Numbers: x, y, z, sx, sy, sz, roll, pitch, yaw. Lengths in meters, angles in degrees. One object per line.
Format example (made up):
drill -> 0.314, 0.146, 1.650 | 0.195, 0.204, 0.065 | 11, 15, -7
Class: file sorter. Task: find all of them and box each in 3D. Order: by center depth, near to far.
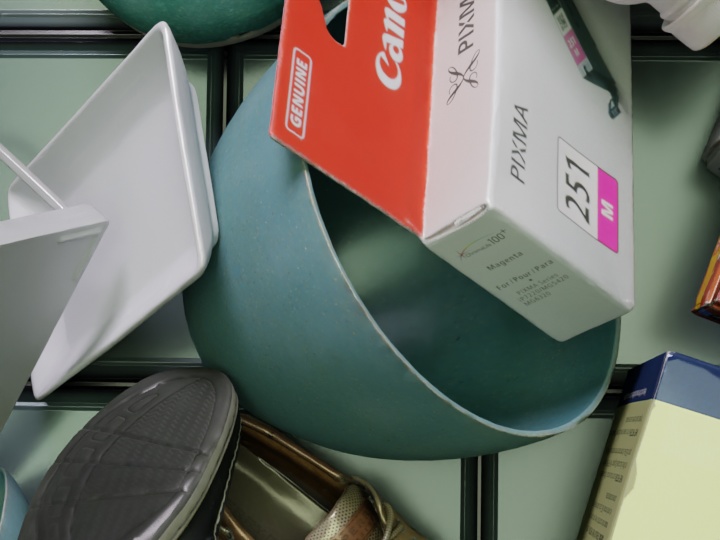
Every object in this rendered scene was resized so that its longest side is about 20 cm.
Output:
file sorter -> -0.230, 0.029, 0.869 | 0.124, 0.138, 0.201 | 41, 118, 19

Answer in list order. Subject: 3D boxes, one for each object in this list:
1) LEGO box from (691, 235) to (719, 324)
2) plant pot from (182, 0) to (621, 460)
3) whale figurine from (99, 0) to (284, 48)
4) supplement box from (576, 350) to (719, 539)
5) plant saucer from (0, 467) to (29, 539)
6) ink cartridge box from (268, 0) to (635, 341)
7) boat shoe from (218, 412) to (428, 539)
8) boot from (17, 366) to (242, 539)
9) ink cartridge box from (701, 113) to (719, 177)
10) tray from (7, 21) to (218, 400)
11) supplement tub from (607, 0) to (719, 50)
LEGO box -> 0.242, -0.050, 0.834 | 0.148, 0.077, 0.201 | 22, 89, 5
plant pot -> 0.000, 0.000, 0.889 | 0.134, 0.199, 0.201 | -29, 83, 36
whale figurine -> -0.084, -0.205, 0.936 | 0.158, 0.104, 0.202 | -16, 85, 3
supplement box -> 0.151, 0.152, 0.846 | 0.133, 0.200, 0.201 | 18, 86, 5
plant saucer -> -0.182, 0.183, 0.873 | 0.027, 0.200, 0.202 | 24, 87, -14
ink cartridge box -> 0.046, -0.096, 0.857 | 0.043, 0.173, 0.201 | -27, 43, 36
boat shoe -> -0.010, 0.130, 0.891 | 0.199, 0.072, 0.076 | 30, 54, 7
boot -> -0.082, 0.159, 0.840 | 0.073, 0.154, 0.205 | 1, 50, 29
ink cartridge box -> 0.261, -0.113, 0.918 | 0.145, 0.086, 0.201 | 24, 87, 5
tray -> -0.108, -0.020, 0.889 | 0.022, 0.200, 0.108 | -2, 73, -30
supplement tub -> 0.102, -0.202, 0.842 | 0.200, 0.140, 0.141 | 40, 89, -3
